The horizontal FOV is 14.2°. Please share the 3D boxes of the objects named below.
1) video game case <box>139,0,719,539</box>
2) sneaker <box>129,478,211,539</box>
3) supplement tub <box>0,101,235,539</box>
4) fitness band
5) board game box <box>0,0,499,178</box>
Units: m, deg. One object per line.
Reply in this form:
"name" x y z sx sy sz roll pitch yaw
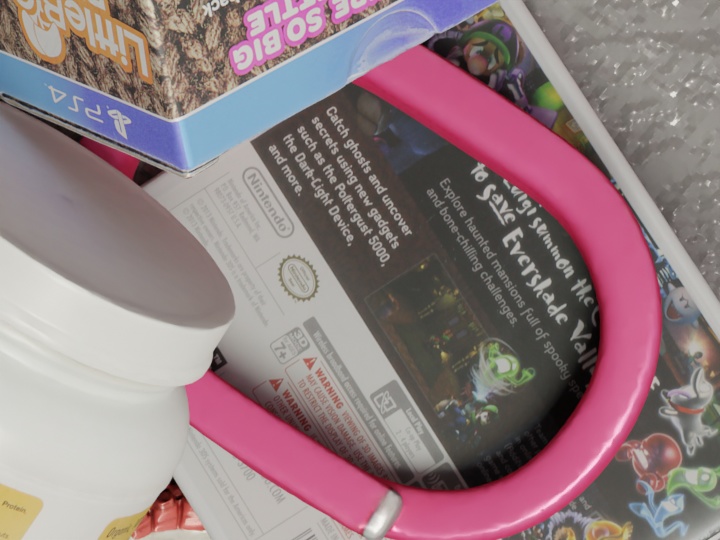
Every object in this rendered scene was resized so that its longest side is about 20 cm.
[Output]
"video game case" 0.022 0.029 0.947 0.181 0.023 0.200 -33 81 1
"sneaker" -0.083 0.107 0.993 0.199 0.078 0.082 -12 121 -11
"supplement tub" -0.140 0.058 0.858 0.144 0.145 0.200 28 106 -28
"fitness band" 0.000 0.000 0.923 0.200 0.037 0.144 34 86 7
"board game box" -0.037 -0.157 0.825 0.159 0.097 0.201 -30 125 -31
